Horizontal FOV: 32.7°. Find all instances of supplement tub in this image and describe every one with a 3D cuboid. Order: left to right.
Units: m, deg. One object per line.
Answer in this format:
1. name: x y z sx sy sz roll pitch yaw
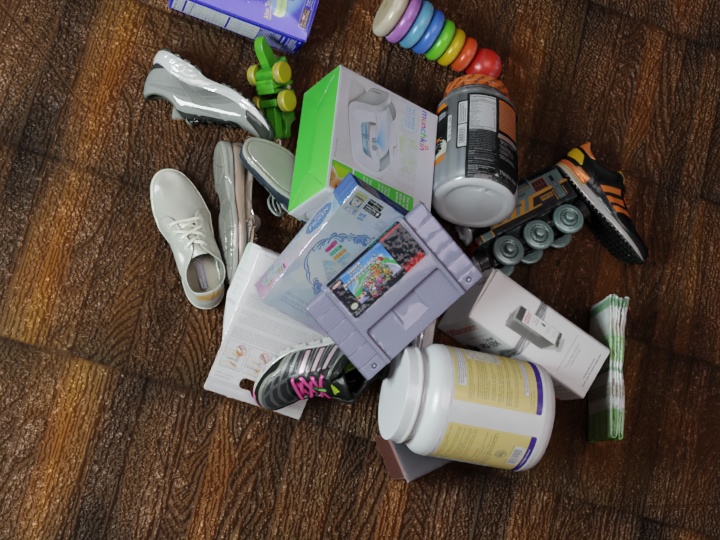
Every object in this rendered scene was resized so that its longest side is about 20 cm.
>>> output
1. supplement tub: 0.136 0.175 1.593 0.199 0.145 0.146 12 77 -13
2. supplement tub: 0.162 -0.172 1.735 0.122 0.123 0.201 14 55 -13

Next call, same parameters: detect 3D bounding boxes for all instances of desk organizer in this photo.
1. desk organizer: 0.126 0.219 1.700 0.199 0.077 0.072 -23 87 -18

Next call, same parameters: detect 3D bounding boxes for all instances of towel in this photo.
1. towel: 0.351 0.141 1.741 0.031 0.149 0.201 2 81 -1

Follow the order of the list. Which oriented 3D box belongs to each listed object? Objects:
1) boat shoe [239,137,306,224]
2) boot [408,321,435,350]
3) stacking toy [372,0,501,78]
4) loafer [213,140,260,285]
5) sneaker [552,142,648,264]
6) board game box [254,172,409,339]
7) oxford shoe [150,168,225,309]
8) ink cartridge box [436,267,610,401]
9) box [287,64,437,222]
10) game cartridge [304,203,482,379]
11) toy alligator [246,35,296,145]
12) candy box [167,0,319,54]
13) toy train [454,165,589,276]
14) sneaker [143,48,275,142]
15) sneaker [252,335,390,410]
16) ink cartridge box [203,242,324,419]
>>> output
1. boat shoe: -0.090 -0.109 1.686 0.200 0.062 0.075 31 52 -25
2. boot: 0.056 0.091 1.715 0.090 0.073 0.201 12 75 0
3. stacking toy: 0.120 -0.338 1.802 0.199 0.085 0.086 27 74 -17
4. loafer: -0.160 -0.080 1.677 0.063 0.072 0.201 -1 78 -23
5. sneaker: 0.376 -0.103 1.832 0.090 0.070 0.200 -42 92 -16
6. board game box: 0.000 0.000 1.610 0.200 0.043 0.199 32 106 -32
7. oxford shoe: -0.229 -0.046 1.655 0.075 0.058 0.201 -17 83 -14
8. ink cartridge box: 0.223 0.094 1.714 0.200 0.147 0.083 35 75 -7
9. box: 0.006 -0.144 1.675 0.176 0.097 0.201 24 57 -28
10. game cartridge: 0.041 0.025 1.550 0.200 0.038 0.130 -42 105 -4
11. toy alligator: -0.113 -0.230 1.726 0.054 0.059 0.201 -23 107 -51
12. candy box: -0.154 -0.421 1.732 0.199 0.077 0.170 19 77 -13
13. toy train: 0.234 -0.070 1.785 0.199 0.085 0.114 -27 75 -16
14. sneaker: -0.206 -0.223 1.683 0.200 0.074 0.080 29 87 6
15. sneaker: -0.046 0.139 1.606 0.199 0.088 0.074 -23 128 1
16. ink cartridge box: -0.114 0.083 1.657 0.161 0.050 0.201 22 93 -31
